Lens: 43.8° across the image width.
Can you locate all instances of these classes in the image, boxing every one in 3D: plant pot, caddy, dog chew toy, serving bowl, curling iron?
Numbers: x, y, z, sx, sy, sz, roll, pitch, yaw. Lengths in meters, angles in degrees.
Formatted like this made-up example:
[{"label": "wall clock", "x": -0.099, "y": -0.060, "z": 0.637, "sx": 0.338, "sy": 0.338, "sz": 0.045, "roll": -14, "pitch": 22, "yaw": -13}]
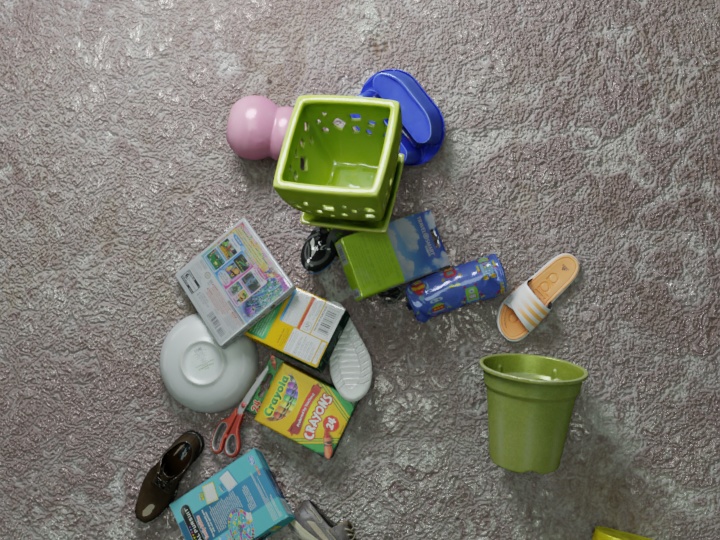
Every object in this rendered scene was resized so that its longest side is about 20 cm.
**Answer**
[{"label": "plant pot", "x": -0.025, "y": -0.180, "z": 1.618, "sx": 0.197, "sy": 0.182, "sz": 0.202, "roll": 7, "pitch": 65, "yaw": 16}, {"label": "plant pot", "x": 0.311, "y": 0.266, "z": 1.650, "sx": 0.198, "sy": 0.200, "sz": 0.186, "roll": 4, "pitch": 98, "yaw": 4}, {"label": "caddy", "x": 0.073, "y": -0.296, "z": 1.737, "sx": 0.141, "sy": 0.105, "sz": 0.201, "roll": -39, "pitch": 86, "yaw": 22}, {"label": "dog chew toy", "x": -0.158, "y": -0.267, "z": 1.745, "sx": 0.198, "sy": 0.125, "sz": 0.126, "roll": 12, "pitch": 87, "yaw": -3}, {"label": "serving bowl", "x": -0.302, "y": 0.178, "z": 1.747, "sx": 0.198, "sy": 0.066, "sz": 0.202, "roll": 0, "pitch": 85, "yaw": 4}, {"label": "curling iron", "x": 0.000, "y": 0.000, "z": 1.758, "sx": 0.199, "sy": 0.026, "sz": 0.050, "roll": 37, "pitch": 87, "yaw": 6}]

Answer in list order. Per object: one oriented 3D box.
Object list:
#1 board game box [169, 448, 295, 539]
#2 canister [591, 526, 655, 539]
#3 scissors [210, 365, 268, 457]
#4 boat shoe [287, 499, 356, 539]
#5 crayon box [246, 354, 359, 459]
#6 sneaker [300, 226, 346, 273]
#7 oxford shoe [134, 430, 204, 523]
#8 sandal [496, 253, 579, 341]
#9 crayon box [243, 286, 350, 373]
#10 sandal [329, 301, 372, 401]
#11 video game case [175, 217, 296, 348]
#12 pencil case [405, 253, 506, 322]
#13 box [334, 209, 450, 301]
[{"label": "board game box", "x": -0.246, "y": 0.461, "z": 1.710, "sx": 0.199, "sy": 0.047, "sz": 0.152, "roll": -33, "pitch": 64, "yaw": 2}, {"label": "canister", "x": 0.487, "y": 0.595, "z": 1.655, "sx": 0.147, "sy": 0.087, "sz": 0.202, "roll": 13, "pitch": 89, "yaw": 5}, {"label": "scissors", "x": -0.237, "y": 0.269, "z": 1.742, "sx": 0.073, "sy": 0.014, "sz": 0.202, "roll": 21, "pitch": 93, "yaw": 36}, {"label": "boat shoe", "x": -0.044, "y": 0.511, "z": 1.703, "sx": 0.199, "sy": 0.074, "sz": 0.074, "roll": 34, "pitch": 89, "yaw": 4}, {"label": "crayon box", "x": -0.117, "y": 0.263, "z": 1.736, "sx": 0.199, "sy": 0.051, "sz": 0.128, "roll": 26, "pitch": 89, "yaw": 6}, {"label": "sneaker", "x": -0.056, "y": -0.087, "z": 1.730, "sx": 0.070, "sy": 0.083, "sz": 0.200, "roll": 31, "pitch": 80, "yaw": 13}, {"label": "oxford shoe", "x": -0.381, "y": 0.401, "z": 1.729, "sx": 0.072, "sy": 0.084, "sz": 0.201, "roll": 30, "pitch": 90, "yaw": 4}, {"label": "sandal", "x": 0.340, "y": 0.045, "z": 1.715, "sx": 0.079, "sy": 0.059, "sz": 0.207, "roll": 42, "pitch": 90, "yaw": 6}, {"label": "crayon box", "x": -0.135, "y": 0.097, "z": 1.724, "sx": 0.199, "sy": 0.052, "sz": 0.126, "roll": 23, "pitch": 77, "yaw": 18}, {"label": "sandal", "x": -0.026, "y": 0.156, "z": 1.739, "sx": 0.082, "sy": 0.050, "sz": 0.204, "roll": -16, "pitch": 71, "yaw": 1}, {"label": "video game case", "x": -0.245, "y": 0.022, "z": 1.738, "sx": 0.182, "sy": 0.024, "sz": 0.200, "roll": -39, "pitch": 60, "yaw": 1}, {"label": "pencil case", "x": 0.183, "y": 0.038, "z": 1.717, "sx": 0.198, "sy": 0.078, "sz": 0.087, "roll": -20, "pitch": 115, "yaw": 2}, {"label": "box", "x": 0.062, "y": -0.031, "z": 1.717, "sx": 0.199, "sy": 0.048, "sz": 0.123, "roll": -19, "pitch": 86, "yaw": -23}]
